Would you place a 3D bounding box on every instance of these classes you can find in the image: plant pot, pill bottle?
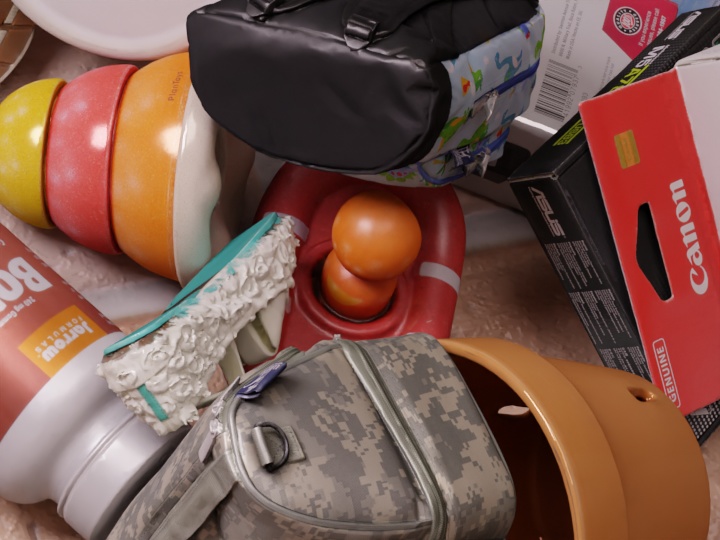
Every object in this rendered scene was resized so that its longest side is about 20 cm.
[{"bbox_3d":[0.098,0.131,1.623,0.140,0.200,0.201,-7,58,-41],"label":"plant pot"},{"bbox_3d":[-0.191,0.054,1.617,0.200,0.112,0.112,40,54,11],"label":"pill bottle"}]

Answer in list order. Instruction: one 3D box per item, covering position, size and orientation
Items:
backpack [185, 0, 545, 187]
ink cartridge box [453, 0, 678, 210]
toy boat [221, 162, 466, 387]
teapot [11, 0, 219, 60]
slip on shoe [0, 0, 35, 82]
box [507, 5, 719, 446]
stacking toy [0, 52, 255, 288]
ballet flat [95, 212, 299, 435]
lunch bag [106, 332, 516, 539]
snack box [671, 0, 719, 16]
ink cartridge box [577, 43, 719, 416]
[{"bbox_3d":[0.020,-0.116,1.677,0.163,0.154,0.200,14,35,26],"label":"backpack"},{"bbox_3d":[0.083,-0.129,1.849,0.199,0.083,0.146,21,54,-3],"label":"ink cartridge box"},{"bbox_3d":[0.000,0.000,1.704,0.130,0.131,0.201,17,54,-7],"label":"toy boat"},{"bbox_3d":[-0.130,-0.232,1.746,0.197,0.201,0.146,-13,28,23],"label":"teapot"},{"bbox_3d":[-0.232,-0.172,1.793,0.076,0.060,0.201,39,62,-26],"label":"slip on shoe"},{"bbox_3d":[0.197,-0.026,1.776,0.193,0.047,0.201,-43,114,-37],"label":"box"},{"bbox_3d":[-0.168,-0.069,1.721,0.199,0.146,0.147,7,53,8],"label":"stacking toy"},{"bbox_3d":[-0.080,0.034,1.608,0.072,0.072,0.200,35,32,7],"label":"ballet flat"},{"bbox_3d":[-0.039,0.131,1.543,0.167,0.200,0.140,-8,61,-40],"label":"lunch bag"},{"bbox_3d":[0.271,-0.261,1.947,0.067,0.169,0.200,28,54,1],"label":"snack box"},{"bbox_3d":[0.224,-0.029,1.741,0.176,0.045,0.201,-23,101,-42],"label":"ink cartridge box"}]
